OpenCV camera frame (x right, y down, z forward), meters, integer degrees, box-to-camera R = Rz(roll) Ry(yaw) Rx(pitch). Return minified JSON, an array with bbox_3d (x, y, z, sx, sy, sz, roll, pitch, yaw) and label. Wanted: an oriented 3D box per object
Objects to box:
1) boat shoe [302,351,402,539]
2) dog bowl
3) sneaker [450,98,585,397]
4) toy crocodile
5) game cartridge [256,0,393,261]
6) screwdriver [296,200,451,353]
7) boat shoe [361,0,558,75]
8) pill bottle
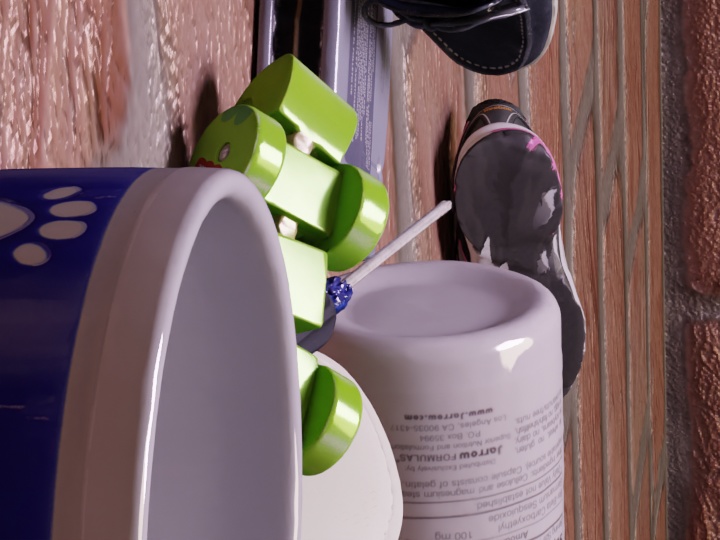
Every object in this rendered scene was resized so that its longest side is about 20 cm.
[{"bbox_3d":[-0.024,0.122,1.125,0.060,0.072,0.202,-44,-141,40],"label":"boat shoe"},{"bbox_3d":[-0.072,0.072,0.791,0.200,0.079,0.200,1,90,-80],"label":"dog bowl"},{"bbox_3d":[0.089,-0.010,1.711,0.086,0.080,0.200,-92,-176,-58],"label":"sneaker"},{"bbox_3d":[-0.038,0.011,1.047,0.067,0.062,0.200,28,59,-34],"label":"toy crocodile"},{"bbox_3d":[-0.012,-0.107,1.228,0.133,0.041,0.200,28,64,-75],"label":"game cartridge"},{"bbox_3d":[0.000,0.000,1.197,0.029,0.028,0.200,-49,174,36],"label":"screwdriver"},{"bbox_3d":[0.031,-0.123,1.180,0.200,0.075,0.062,60,37,-63],"label":"boat shoe"},{"bbox_3d":[0.031,0.106,1.275,0.114,0.114,0.200,-62,152,-68],"label":"pill bottle"}]
